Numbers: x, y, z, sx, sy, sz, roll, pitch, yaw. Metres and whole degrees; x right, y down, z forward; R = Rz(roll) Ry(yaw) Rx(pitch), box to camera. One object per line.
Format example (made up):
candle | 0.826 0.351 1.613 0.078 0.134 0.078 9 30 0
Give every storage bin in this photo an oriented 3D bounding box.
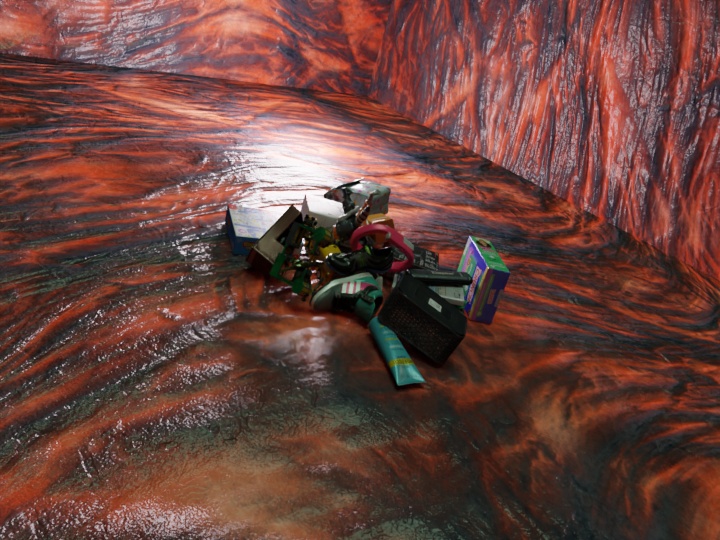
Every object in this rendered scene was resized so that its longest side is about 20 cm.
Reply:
storage bin | 0.154 0.114 1.333 0.198 0.095 0.135 35 23 2

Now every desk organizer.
desk organizer | -0.212 -0.079 1.450 0.076 0.072 0.201 38 50 -3

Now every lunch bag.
lunch bag | -0.013 -0.257 1.949 0.196 0.125 0.169 22 28 25

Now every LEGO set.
LEGO set | -0.125 -0.023 1.363 0.151 0.205 0.115 12 -8 35

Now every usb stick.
usb stick | 0.218 0.019 1.524 0.194 0.034 0.056 4 19 -17

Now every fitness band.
fitness band | 0.062 -0.056 1.492 0.199 0.142 0.038 35 48 -36

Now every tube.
tube | 0.076 0.189 1.262 0.075 0.051 0.201 -2 37 -25

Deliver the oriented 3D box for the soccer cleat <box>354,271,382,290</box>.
soccer cleat | 0.000 0.000 1.521 0.068 0.079 0.200 -5 35 -38

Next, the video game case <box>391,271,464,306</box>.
video game case | 0.187 0.046 1.514 0.194 0.019 0.144 11 20 5

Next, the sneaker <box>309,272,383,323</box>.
sneaker | -0.019 0.083 1.358 0.196 0.085 0.121 -19 49 -31

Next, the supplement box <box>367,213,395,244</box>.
supplement box | 0.058 -0.131 1.668 0.067 0.068 0.200 -14 12 -6

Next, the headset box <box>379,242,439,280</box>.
headset box | 0.134 -0.024 1.654 0.195 0.077 0.149 19 26 0

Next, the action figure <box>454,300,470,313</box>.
action figure | 0.196 0.078 1.530 0.197 0.056 0.117 27 29 31

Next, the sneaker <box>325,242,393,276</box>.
sneaker | -0.001 -0.036 1.419 0.194 0.084 0.072 -3 44 -25

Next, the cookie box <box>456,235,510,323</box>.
cookie box | 0.349 0.024 1.599 0.073 0.175 0.201 9 28 -12

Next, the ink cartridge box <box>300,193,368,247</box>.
ink cartridge box | -0.081 -0.149 1.669 0.195 0.085 0.148 12 26 -19

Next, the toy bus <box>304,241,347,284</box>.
toy bus | -0.093 -0.033 1.513 0.064 0.080 0.202 2 38 -29

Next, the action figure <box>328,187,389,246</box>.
action figure | -0.021 -0.152 1.522 0.103 0.191 0.205 -10 75 -52

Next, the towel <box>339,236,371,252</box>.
towel | -0.054 -0.098 1.732 0.188 0.035 0.201 16 25 -13

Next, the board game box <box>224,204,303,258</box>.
board game box | -0.280 -0.111 1.572 0.191 0.057 0.201 5 30 -25
